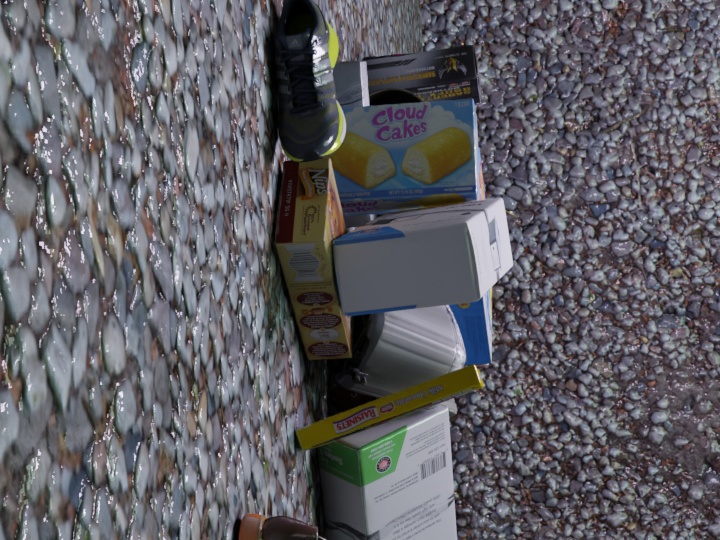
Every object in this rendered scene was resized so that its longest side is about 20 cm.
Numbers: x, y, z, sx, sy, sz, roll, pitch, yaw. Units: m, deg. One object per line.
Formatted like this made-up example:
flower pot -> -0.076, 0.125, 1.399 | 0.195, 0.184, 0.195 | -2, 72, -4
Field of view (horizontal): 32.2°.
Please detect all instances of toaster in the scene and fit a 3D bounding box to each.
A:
toaster -> 0.039, 0.080, 1.444 | 0.114, 0.129, 0.200 | -62, -159, 22

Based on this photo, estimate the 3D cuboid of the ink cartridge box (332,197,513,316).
ink cartridge box -> 0.071, -0.017, 1.325 | 0.200, 0.146, 0.086 | -36, 117, -70

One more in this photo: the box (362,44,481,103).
box -> 0.064, -0.255, 1.714 | 0.158, 0.199, 0.049 | 33, 51, -82

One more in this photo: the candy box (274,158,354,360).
candy box -> -0.044, -0.009, 1.329 | 0.200, 0.055, 0.116 | 79, 11, -50

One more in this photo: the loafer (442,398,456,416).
loafer -> 0.071, 0.152, 1.598 | 0.070, 0.070, 0.200 | 65, 8, 21

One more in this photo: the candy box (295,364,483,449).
candy box -> 0.034, 0.146, 1.333 | 0.102, 0.199, 0.027 | 33, 36, -81

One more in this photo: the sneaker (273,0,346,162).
sneaker -> -0.061, -0.198, 1.272 | 0.081, 0.073, 0.201 | 63, 17, -57

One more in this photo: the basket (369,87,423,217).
basket -> 0.033, -0.130, 1.695 | 0.200, 0.135, 0.181 | 75, 36, -78

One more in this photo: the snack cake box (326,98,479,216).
snack cake box -> 0.035, -0.128, 1.433 | 0.067, 0.199, 0.116 | 57, 30, -74

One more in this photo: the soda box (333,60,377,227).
soda box -> -0.021, -0.154, 1.528 | 0.063, 0.068, 0.201 | -54, 141, -78

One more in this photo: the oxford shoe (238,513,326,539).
oxford shoe -> -0.053, 0.273, 1.079 | 0.200, 0.072, 0.072 | 77, 12, -55

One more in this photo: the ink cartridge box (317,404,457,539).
ink cartridge box -> 0.033, 0.263, 1.460 | 0.146, 0.084, 0.201 | -20, 113, -38

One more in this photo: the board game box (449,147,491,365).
board game box -> 0.132, -0.018, 1.590 | 0.196, 0.056, 0.201 | -83, 166, -46

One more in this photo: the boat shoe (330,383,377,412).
boat shoe -> -0.003, 0.156, 1.553 | 0.072, 0.068, 0.201 | 89, -1, -73

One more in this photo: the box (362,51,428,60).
box -> 0.059, -0.276, 2.016 | 0.200, 0.114, 0.133 | -66, 152, -73

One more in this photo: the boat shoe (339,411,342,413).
boat shoe -> 0.009, 0.150, 1.619 | 0.060, 0.072, 0.203 | 20, 63, -77
